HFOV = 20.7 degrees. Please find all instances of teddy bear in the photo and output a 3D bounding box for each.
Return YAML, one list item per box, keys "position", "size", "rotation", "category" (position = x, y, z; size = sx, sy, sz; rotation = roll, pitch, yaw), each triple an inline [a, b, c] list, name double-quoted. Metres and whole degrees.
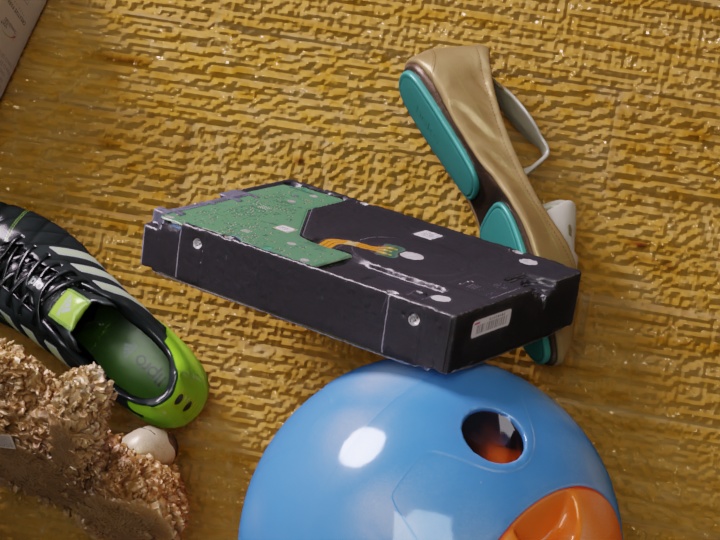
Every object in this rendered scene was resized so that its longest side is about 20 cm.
- position: [-0.177, 0.084, 1.093]
  size: [0.199, 0.145, 0.067]
  rotation: [22, 50, 10]
  category: "teddy bear"

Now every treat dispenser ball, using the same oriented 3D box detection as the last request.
- position: [0.036, 0.144, 1.019]
  size: [0.199, 0.201, 0.202]
  rotation: [-1, 77, 6]
  category: "treat dispenser ball"

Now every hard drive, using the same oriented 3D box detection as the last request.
- position: [0.000, 0.000, 1.060]
  size: [0.199, 0.139, 0.038]
  rotation: [19, 109, 29]
  category: "hard drive"

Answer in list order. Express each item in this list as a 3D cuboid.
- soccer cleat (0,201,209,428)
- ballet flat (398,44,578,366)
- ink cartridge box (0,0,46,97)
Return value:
- position: [-0.169, 0.017, 1.130]
  size: [0.200, 0.081, 0.068]
  rotation: [36, 83, 12]
  category: "soccer cleat"
- position: [0.089, -0.044, 1.128]
  size: [0.063, 0.069, 0.201]
  rotation: [-21, 77, -18]
  category: "ballet flat"
- position: [-0.306, -0.164, 1.181]
  size: [0.199, 0.084, 0.176]
  rotation: [22, 79, 10]
  category: "ink cartridge box"
